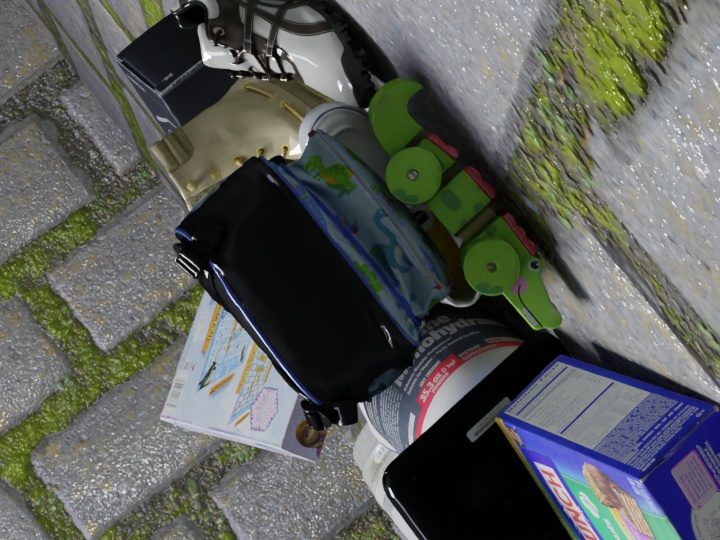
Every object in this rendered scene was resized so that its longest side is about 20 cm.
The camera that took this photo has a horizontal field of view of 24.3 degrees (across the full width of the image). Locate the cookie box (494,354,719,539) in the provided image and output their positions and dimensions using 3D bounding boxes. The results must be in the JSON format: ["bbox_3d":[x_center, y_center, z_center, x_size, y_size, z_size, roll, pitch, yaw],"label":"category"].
[{"bbox_3d":[0.200,0.158,1.127,0.172,0.075,0.200,56,166,-18],"label":"cookie box"}]

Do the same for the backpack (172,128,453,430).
[{"bbox_3d":[-0.024,0.001,1.182,0.183,0.147,0.200,50,179,2],"label":"backpack"}]

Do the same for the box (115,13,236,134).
[{"bbox_3d":[-0.131,-0.146,1.645,0.200,0.104,0.148,58,170,-33],"label":"box"}]

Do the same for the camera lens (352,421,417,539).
[{"bbox_3d":[0.107,0.213,1.640,0.200,0.160,0.160,49,171,24],"label":"camera lens"}]

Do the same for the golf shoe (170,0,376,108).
[{"bbox_3d":[-0.064,-0.164,1.233,0.200,0.094,0.078,45,168,37],"label":"golf shoe"}]

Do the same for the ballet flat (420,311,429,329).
[{"bbox_3d":[0.000,0.000,1.409,0.070,0.069,0.200,58,-177,-34],"label":"ballet flat"}]

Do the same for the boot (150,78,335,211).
[{"bbox_3d":[-0.073,-0.087,1.380,0.200,0.155,0.073,47,170,35],"label":"boot"}]

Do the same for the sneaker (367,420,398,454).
[{"bbox_3d":[0.020,0.101,1.571,0.200,0.075,0.088,37,157,46],"label":"sneaker"}]

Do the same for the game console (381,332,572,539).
[{"bbox_3d":[0.105,0.177,1.262,0.176,0.200,0.116,53,146,-2],"label":"game console"}]

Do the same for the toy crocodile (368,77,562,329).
[{"bbox_3d":[0.072,-0.042,1.131,0.200,0.062,0.068,50,-174,0],"label":"toy crocodile"}]

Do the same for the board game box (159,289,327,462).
[{"bbox_3d":[-0.073,0.047,1.394,0.041,0.201,0.199,25,169,-34],"label":"board game box"}]

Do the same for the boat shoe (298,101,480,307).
[{"bbox_3d":[0.031,-0.043,1.281,0.202,0.075,0.086,54,173,-28],"label":"boat shoe"}]

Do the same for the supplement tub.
[{"bbox_3d":[0.080,0.101,1.386,0.141,0.140,0.200,57,170,-29],"label":"supplement tub"}]
